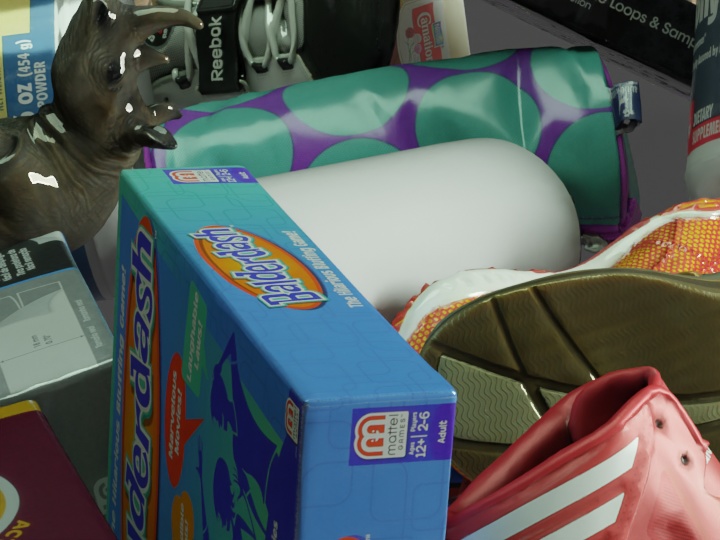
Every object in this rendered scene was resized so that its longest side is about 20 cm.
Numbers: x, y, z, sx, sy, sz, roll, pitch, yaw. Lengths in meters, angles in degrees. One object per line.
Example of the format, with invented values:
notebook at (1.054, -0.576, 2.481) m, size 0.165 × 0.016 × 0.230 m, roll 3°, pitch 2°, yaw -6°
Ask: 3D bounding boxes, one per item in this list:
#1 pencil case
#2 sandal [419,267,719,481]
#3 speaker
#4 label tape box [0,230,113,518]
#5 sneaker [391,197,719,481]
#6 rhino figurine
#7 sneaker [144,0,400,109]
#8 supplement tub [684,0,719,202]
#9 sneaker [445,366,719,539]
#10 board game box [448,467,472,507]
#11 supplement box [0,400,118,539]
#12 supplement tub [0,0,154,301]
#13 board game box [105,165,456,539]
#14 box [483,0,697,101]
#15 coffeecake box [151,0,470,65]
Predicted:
pencil case at (0.014, -0.036, 1.110) m, size 0.199 × 0.085 × 0.093 m, roll -9°, pitch 57°, yaw 0°
sandal at (0.112, 0.028, 0.868) m, size 0.199 × 0.081 × 0.054 m, roll -13°, pitch 9°, yaw -15°
speaker at (0.000, 0.000, 0.967) m, size 0.081 × 0.082 × 0.200 m, roll 6°, pitch 10°, yaw 29°
label tape box at (-0.179, 0.063, 0.941) m, size 0.199 × 0.064 × 0.144 m, roll -18°, pitch 21°, yaw -9°
sneaker at (0.091, 0.030, 0.946) m, size 0.200 × 0.073 × 0.077 m, roll -20°, pitch 59°, yaw -38°
rhino figurine at (-0.140, -0.037, 1.029) m, size 0.200 × 0.088 × 0.060 m, roll -34°, pitch 11°, yaw 9°
sneaker at (-0.052, -0.093, 1.190) m, size 0.088 × 0.074 × 0.200 m, roll 11°, pitch -17°, yaw -25°
supplement tub at (0.198, -0.112, 1.042) m, size 0.140 × 0.201 × 0.140 m, roll 5°, pitch -11°, yaw 1°
sneaker at (0.114, 0.082, 0.729) m, size 0.199 × 0.116 × 0.078 m, roll -4°, pitch 2°, yaw -18°
board game box at (-0.021, 0.065, 0.975) m, size 0.199 × 0.020 × 0.103 m, roll -2°, pitch 23°, yaw 13°
supplement box at (-0.115, 0.123, 0.785) m, size 0.110 × 0.086 × 0.200 m, roll -15°, pitch 24°, yaw -16°
supplement tub at (-0.188, -0.050, 1.132) m, size 0.199 × 0.145 × 0.145 m, roll -7°, pitch 23°, yaw 2°
board game box at (-0.030, 0.070, 0.785) m, size 0.045 × 0.153 × 0.200 m, roll -2°, pitch 19°, yaw -18°
box at (0.094, -0.115, 1.161) m, size 0.199 × 0.036 × 0.143 m, roll 23°, pitch 4°, yaw -12°
coffeecake box at (-0.034, -0.160, 1.324) m, size 0.073 × 0.154 × 0.200 m, roll -20°, pitch 26°, yaw -25°
